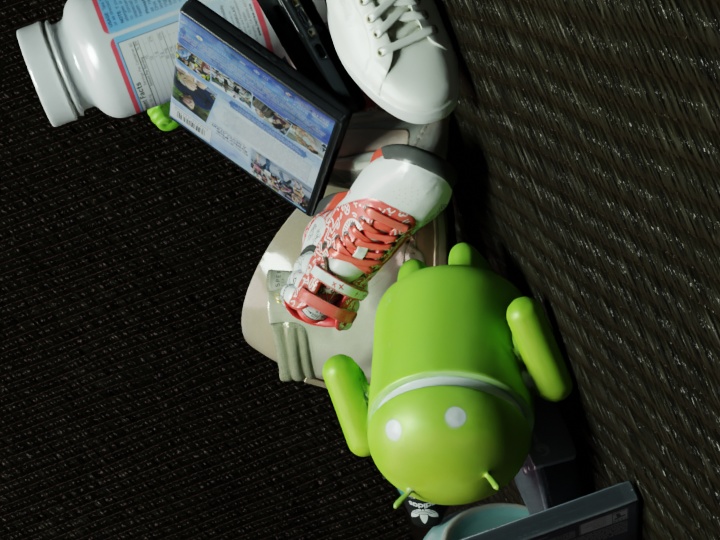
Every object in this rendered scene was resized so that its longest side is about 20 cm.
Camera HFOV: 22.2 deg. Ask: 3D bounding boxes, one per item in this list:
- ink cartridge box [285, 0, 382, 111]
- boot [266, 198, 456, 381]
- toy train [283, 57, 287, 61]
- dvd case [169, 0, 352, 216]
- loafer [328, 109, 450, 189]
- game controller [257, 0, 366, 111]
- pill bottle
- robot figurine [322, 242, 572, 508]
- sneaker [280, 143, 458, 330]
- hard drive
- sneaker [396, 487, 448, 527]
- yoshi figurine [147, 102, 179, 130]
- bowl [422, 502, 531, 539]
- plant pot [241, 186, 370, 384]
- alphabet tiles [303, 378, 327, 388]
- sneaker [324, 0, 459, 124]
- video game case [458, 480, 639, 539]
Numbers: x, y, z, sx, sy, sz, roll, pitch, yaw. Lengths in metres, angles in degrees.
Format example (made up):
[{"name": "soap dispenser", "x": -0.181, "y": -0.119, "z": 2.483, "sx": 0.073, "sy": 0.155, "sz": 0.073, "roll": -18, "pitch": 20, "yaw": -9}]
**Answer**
[{"name": "ink cartridge box", "x": -0.029, "y": -0.226, "z": 1.473, "sx": 0.147, "sy": 0.083, "sz": 0.200, "roll": -115, "pitch": 6, "yaw": -48}, {"name": "boot", "x": 0.000, "y": 0.000, "z": 1.481, "sx": 0.072, "sy": 0.154, "sz": 0.201, "roll": -65, "pitch": -24, "yaw": -70}, {"name": "toy train", "x": -0.073, "y": -0.253, "z": 1.671, "sx": 0.087, "sy": 0.114, "sz": 0.200, "roll": 46, "pitch": 159, "yaw": 50}, {"name": "dvd case", "x": -0.079, "y": -0.117, "z": 1.373, "sx": 0.143, "sy": 0.018, "sz": 0.200, "roll": 35, "pitch": 161, "yaw": 4}, {"name": "loafer", "x": 0.003, "y": -0.099, "z": 1.421, "sx": 0.072, "sy": 0.063, "sz": 0.200, "roll": 25, "pitch": 171, "yaw": -36}, {"name": "game controller", "x": -0.051, "y": -0.199, "z": 1.281, "sx": 0.104, "sy": 0.042, "sz": 0.200, "roll": 47, "pitch": 171, "yaw": 52}, {"name": "pill bottle", "x": -0.166, "y": -0.188, "z": 1.466, "sx": 0.109, "sy": 0.200, "sz": 0.109, "roll": 160, "pitch": 90, "yaw": -86}, {"name": "robot figurine", "x": 0.065, "y": 0.078, "z": 1.297, "sx": 0.116, "sy": 0.175, "sz": 0.200, "roll": 52, "pitch": -148, "yaw": -41}, {"name": "sneaker", "x": 0.003, "y": -0.016, "z": 1.339, "sx": 0.201, "sy": 0.067, "sz": 0.108, "roll": -30, "pitch": 36, "yaw": 64}, {"name": "hard drive", "x": 0.126, "y": 0.120, "z": 1.409, "sx": 0.200, "sy": 0.042, "sz": 0.135, "roll": -114, "pitch": 5, "yaw": -51}, {"name": "sneaker", "x": 0.057, "y": 0.143, "z": 1.496, "sx": 0.200, "sy": 0.071, "sz": 0.080, "roll": -54, "pitch": -39, "yaw": -71}, {"name": "yoshi figurine", "x": -0.141, "y": -0.181, "z": 1.619, "sx": 0.200, "sy": 0.112, "sz": 0.112, "roll": 39, "pitch": 138, "yaw": 50}, {"name": "bowl", "x": 0.112, "y": 0.256, "z": 1.423, "sx": 0.201, "sy": 0.200, "sz": 0.105, "roll": -116, "pitch": 27, "yaw": -52}, {"name": "plant pot", "x": 0.012, "y": 0.023, "z": 1.606, "sx": 0.134, "sy": 0.200, "sz": 0.200, "roll": 36, "pitch": 162, "yaw": 21}, {"name": "alphabet tiles", "x": 0.034, "y": 0.109, "z": 1.699, "sx": 0.167, "sy": 0.200, "sz": 0.008, "roll": -123, "pitch": 51, "yaw": -70}, {"name": "sneaker", "x": 0.006, "y": -0.192, "z": 1.224, "sx": 0.200, "sy": 0.073, "sz": 0.085, "roll": 63, "pitch": 173, "yaw": 12}, {"name": "video game case", "x": 0.121, "y": 0.215, "z": 1.254, "sx": 0.200, "sy": 0.143, "sz": 0.019, "roll": 77, "pitch": 173, "yaw": -59}]
